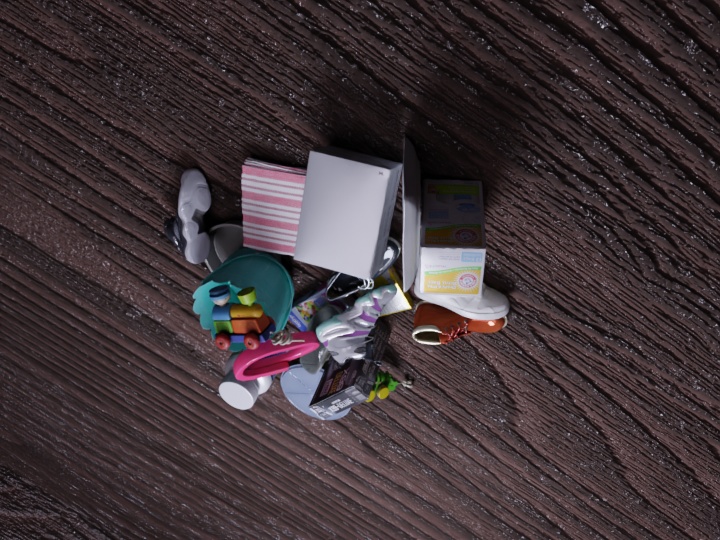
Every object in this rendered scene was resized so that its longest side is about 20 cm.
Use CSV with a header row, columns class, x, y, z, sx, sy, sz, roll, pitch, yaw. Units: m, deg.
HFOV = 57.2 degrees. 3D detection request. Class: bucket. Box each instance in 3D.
class,x,y,z,sx,sy,sz,roll,pitch,yaw
bucket,-0.245,0.063,1.432,0.202,0.136,0.211,12,132,13

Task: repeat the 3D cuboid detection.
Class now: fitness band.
class,x,y,z,sx,sy,sz,roll,pitch,yaw
fitness band,-0.179,0.179,1.404,0.144,0.197,0.038,-49,61,46

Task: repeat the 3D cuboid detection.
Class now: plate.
class,x,y,z,sx,sy,sz,roll,pitch,yaw
plate,0.089,-0.100,1.167,0.031,0.202,0.204,0,130,3

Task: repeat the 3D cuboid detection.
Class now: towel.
class,x,y,z,sx,sy,sz,roll,pitch,yaw
towel,-0.171,-0.125,1.351,0.143,0.030,0.204,11,123,8

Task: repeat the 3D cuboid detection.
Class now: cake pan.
class,x,y,z,sx,sy,sz,roll,pitch,yaw
cake pan,-0.262,-0.029,1.483,0.195,0.037,0.204,12,131,14

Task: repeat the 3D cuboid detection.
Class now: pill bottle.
class,x,y,z,sx,sy,sz,roll,pitch,yaw
pill bottle,-0.253,0.223,1.575,0.117,0.202,0.122,12,132,13

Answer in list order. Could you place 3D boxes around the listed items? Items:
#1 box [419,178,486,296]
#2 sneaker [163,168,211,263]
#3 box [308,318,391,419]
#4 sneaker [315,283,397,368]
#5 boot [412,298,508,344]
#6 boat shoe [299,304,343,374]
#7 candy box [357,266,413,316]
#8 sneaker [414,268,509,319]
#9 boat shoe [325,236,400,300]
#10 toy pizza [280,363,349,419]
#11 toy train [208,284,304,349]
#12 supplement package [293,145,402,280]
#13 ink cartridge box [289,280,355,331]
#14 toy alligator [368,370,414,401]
class,x,y,z,sx,sy,sz,roll,pitch,yaw
box,0.158,-0.060,1.148,0.109,0.202,0.103,3,130,6
sneaker,-0.381,-0.123,1.430,0.112,0.074,0.205,19,115,43
box,-0.021,0.219,1.468,0.050,0.202,0.157,42,133,-18
sneaker,0.018,0.128,1.371,0.198,0.078,0.142,-33,86,13
boot,0.200,0.114,1.350,0.195,0.108,0.076,1,127,21
boat shoe,-0.080,0.149,1.489,0.074,0.064,0.205,34,129,18
candy box,0.026,0.010,1.395,0.100,0.027,0.202,-13,120,33
sneaker,0.201,0.022,1.295,0.195,0.074,0.117,15,135,14
boat shoe,0.000,0.000,1.339,0.198,0.062,0.075,-29,109,34
toy pizza,-0.113,0.308,1.699,0.195,0.032,0.204,13,132,14
toy train,-0.205,0.085,1.293,0.195,0.085,0.118,-3,114,25
supplement package,-0.023,-0.109,1.214,0.152,0.111,0.205,14,107,11
ink cartridge box,-0.090,0.104,1.517,0.198,0.042,0.120,-29,111,40
toy alligator,0.047,0.255,1.517,0.059,0.196,0.056,35,123,49
